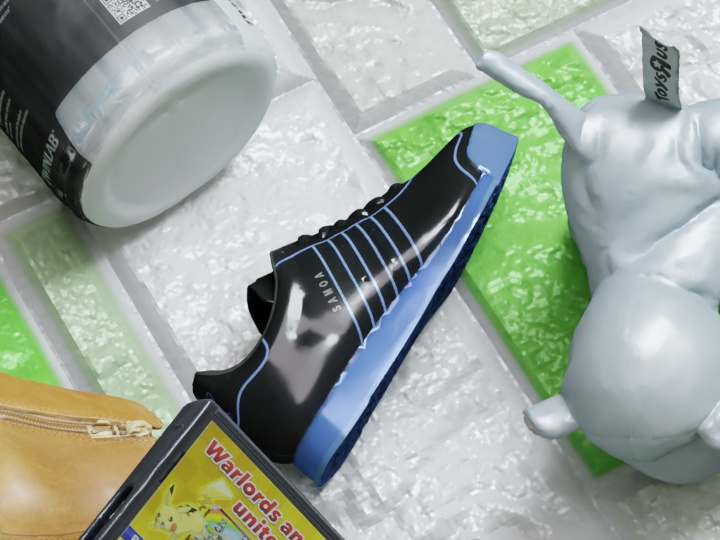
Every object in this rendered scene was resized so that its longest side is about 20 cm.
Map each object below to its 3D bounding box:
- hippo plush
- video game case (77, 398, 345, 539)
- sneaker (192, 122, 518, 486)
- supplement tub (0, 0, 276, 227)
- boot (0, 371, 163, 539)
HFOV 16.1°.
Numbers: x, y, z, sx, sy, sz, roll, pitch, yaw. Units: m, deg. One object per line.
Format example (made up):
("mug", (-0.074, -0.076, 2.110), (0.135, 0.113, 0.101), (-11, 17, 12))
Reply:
("hippo plush", (0.153, 0.007, 1.118), (0.158, 0.200, 0.162), (-6, 67, 18))
("video game case", (-0.049, 0.184, 0.982), (0.200, 0.025, 0.181), (48, 61, -17))
("sneaker", (0.000, 0.000, 1.169), (0.078, 0.070, 0.201), (30, 64, 7))
("supplement tub", (-0.142, -0.128, 1.200), (0.122, 0.123, 0.200), (-33, 69, -20))
("boot", (-0.162, 0.060, 1.052), (0.143, 0.071, 0.201), (-1, 34, -31))
